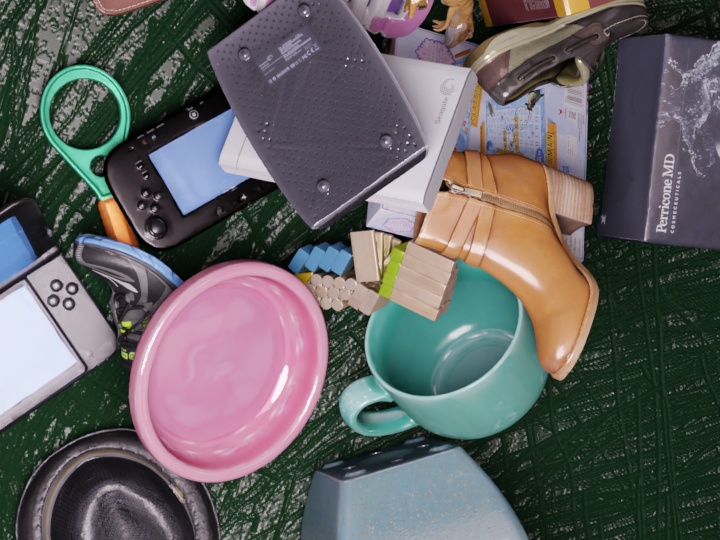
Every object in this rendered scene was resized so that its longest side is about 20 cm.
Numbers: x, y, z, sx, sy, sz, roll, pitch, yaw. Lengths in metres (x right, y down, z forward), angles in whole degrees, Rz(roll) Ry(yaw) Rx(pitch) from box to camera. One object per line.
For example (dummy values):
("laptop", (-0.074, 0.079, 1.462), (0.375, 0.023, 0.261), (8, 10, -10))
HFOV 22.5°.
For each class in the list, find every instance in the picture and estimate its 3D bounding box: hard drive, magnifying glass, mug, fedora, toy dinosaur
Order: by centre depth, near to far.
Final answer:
("hard drive", (-0.033, -0.142, 1.535), (0.135, 0.042, 0.200), (-35, 66, 10))
("toy dinosaur", (0.090, -0.261, 1.559), (0.106, 0.200, 0.060), (-9, 72, -19))
("hard drive", (-0.012, -0.130, 1.569), (0.200, 0.027, 0.132), (13, 72, 24))
("fedora", (-0.209, 0.244, 1.606), (0.201, 0.092, 0.201), (-1, 95, -15))
("magnifying glass", (-0.230, -0.086, 1.613), (0.080, 0.022, 0.200), (-18, 98, -15))
("mug", (0.082, 0.080, 1.656), (0.114, 0.185, 0.152), (50, 39, -49))

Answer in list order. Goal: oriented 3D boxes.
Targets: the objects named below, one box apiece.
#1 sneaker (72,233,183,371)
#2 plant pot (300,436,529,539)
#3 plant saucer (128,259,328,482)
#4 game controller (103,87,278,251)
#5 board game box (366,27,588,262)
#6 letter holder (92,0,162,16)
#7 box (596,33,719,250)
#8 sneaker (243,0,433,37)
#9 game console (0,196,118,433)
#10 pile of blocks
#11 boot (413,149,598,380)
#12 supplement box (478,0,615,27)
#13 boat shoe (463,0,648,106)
("sneaker", (-0.185, 0.046, 1.589), (0.083, 0.071, 0.200), (-47, 122, -19))
("plant pot", (0.048, 0.261, 1.638), (0.196, 0.196, 0.200), (-14, 93, -14))
("plant saucer", (-0.121, 0.084, 1.579), (0.200, 0.051, 0.201), (-15, 115, -34))
("game controller", (-0.130, -0.101, 1.618), (0.200, 0.042, 0.104), (-32, 104, -20))
("board game box", (0.110, -0.111, 1.652), (0.199, 0.041, 0.200), (14, 62, -17))
("letter holder", (-0.163, -0.309, 1.523), (0.200, 0.101, 0.142), (-28, 103, -12))
("box", (0.346, -0.117, 1.726), (0.200, 0.117, 0.197), (5, 93, -15))
("sneaker", (-0.035, -0.268, 1.611), (0.200, 0.088, 0.080), (9, 129, -29))
("game console", (-0.324, 0.057, 1.546), (0.200, 0.116, 0.176), (-34, 103, -10))
("pile of blocks", (0.000, 0.000, 1.630), (0.200, 0.062, 0.082), (-1, 100, 21))
("boot", (0.122, -0.012, 1.548), (0.155, 0.077, 0.200), (13, 70, -19))
("supplement box", (0.217, -0.314, 1.628), (0.197, 0.200, 0.133), (-19, 100, -14))
("boat shoe", (0.188, -0.198, 1.664), (0.201, 0.072, 0.066), (-20, 76, -28))
